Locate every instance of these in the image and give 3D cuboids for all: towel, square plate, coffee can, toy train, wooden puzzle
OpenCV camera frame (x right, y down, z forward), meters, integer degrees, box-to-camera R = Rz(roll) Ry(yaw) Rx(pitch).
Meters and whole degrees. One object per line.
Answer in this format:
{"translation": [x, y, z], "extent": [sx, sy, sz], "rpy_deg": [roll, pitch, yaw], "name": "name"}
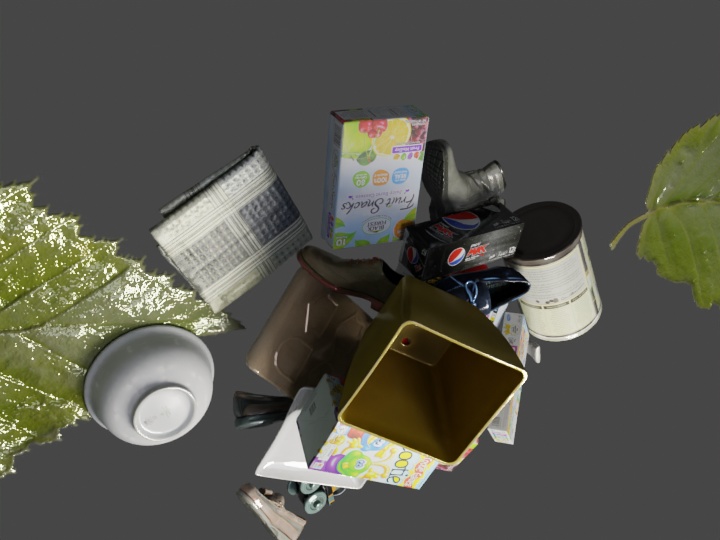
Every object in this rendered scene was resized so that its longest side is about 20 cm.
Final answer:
{"translation": [-0.187, -0.056, 1.291], "extent": [0.200, 0.035, 0.193], "rpy_deg": [-38, 132, -8], "name": "towel"}
{"translation": [-0.046, 0.268, 1.434], "extent": [0.199, 0.029, 0.199], "rpy_deg": [14, 121, -26], "name": "square plate"}
{"translation": [0.329, 0.003, 1.542], "extent": [0.146, 0.146, 0.201], "rpy_deg": [-33, 129, -9], "name": "coffee can"}
{"translation": [-0.075, 0.334, 1.551], "extent": [0.114, 0.085, 0.201], "rpy_deg": [-28, 128, -25], "name": "toy train"}
{"translation": [-0.075, 0.116, 1.416], "extent": [0.200, 0.046, 0.186], "rpy_deg": [41, 72, -35], "name": "wooden puzzle"}

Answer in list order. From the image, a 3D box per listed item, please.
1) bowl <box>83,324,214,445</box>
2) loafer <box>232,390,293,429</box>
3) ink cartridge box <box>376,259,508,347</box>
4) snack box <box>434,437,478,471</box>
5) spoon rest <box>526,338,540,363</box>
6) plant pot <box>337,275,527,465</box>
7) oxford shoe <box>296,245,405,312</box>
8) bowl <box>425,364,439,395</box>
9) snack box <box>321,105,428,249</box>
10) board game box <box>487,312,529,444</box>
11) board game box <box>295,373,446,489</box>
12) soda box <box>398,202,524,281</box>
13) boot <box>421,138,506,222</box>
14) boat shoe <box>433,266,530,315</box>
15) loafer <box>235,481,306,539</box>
{"translation": [-0.302, 0.189, 1.325], "extent": [0.200, 0.090, 0.202], "rpy_deg": [-14, 123, -23], "name": "bowl"}
{"translation": [-0.115, 0.215, 1.466], "extent": [0.199, 0.063, 0.072], "rpy_deg": [-5, 164, -29], "name": "loafer"}
{"translation": [0.143, 0.054, 1.483], "extent": [0.199, 0.084, 0.177], "rpy_deg": [20, 92, -38], "name": "ink cartridge box"}
{"translation": [0.089, 0.288, 1.547], "extent": [0.199, 0.053, 0.142], "rpy_deg": [12, 145, -9], "name": "snack box"}
{"translation": [0.230, 0.164, 1.648], "extent": [0.198, 0.061, 0.100], "rpy_deg": [-12, 122, -8], "name": "spoon rest"}
{"translation": [0.094, 0.128, 1.297], "extent": [0.199, 0.177, 0.201], "rpy_deg": [24, 119, -17], "name": "plant pot"}
{"translation": [0.000, 0.000, 1.366], "extent": [0.199, 0.071, 0.075], "rpy_deg": [25, 120, -11], "name": "oxford shoe"}
{"translation": [0.107, 0.200, 1.520], "extent": [0.199, 0.199, 0.075], "rpy_deg": [24, 66, -43], "name": "bowl"}
{"translation": [0.020, -0.139, 1.331], "extent": [0.141, 0.053, 0.201], "rpy_deg": [-8, 121, -25], "name": "snack box"}
{"translation": [0.257, 0.188, 1.534], "extent": [0.135, 0.034, 0.201], "rpy_deg": [54, 45, -67], "name": "board game box"}
{"translation": [0.019, 0.247, 1.353], "extent": [0.199, 0.103, 0.105], "rpy_deg": [17, 120, -27], "name": "board game box"}
{"translation": [0.160, -0.046, 1.402], "extent": [0.199, 0.063, 0.071], "rpy_deg": [-15, 134, -32], "name": "soda box"}
{"translation": [0.169, -0.148, 1.421], "extent": [0.130, 0.068, 0.201], "rpy_deg": [-29, 136, -16], "name": "boot"}
{"translation": [0.184, 0.035, 1.410], "extent": [0.199, 0.069, 0.085], "rpy_deg": [-25, 116, -26], "name": "boat shoe"}
{"translation": [-0.155, 0.419, 1.568], "extent": [0.063, 0.072, 0.201], "rpy_deg": [-46, 138, -20], "name": "loafer"}
